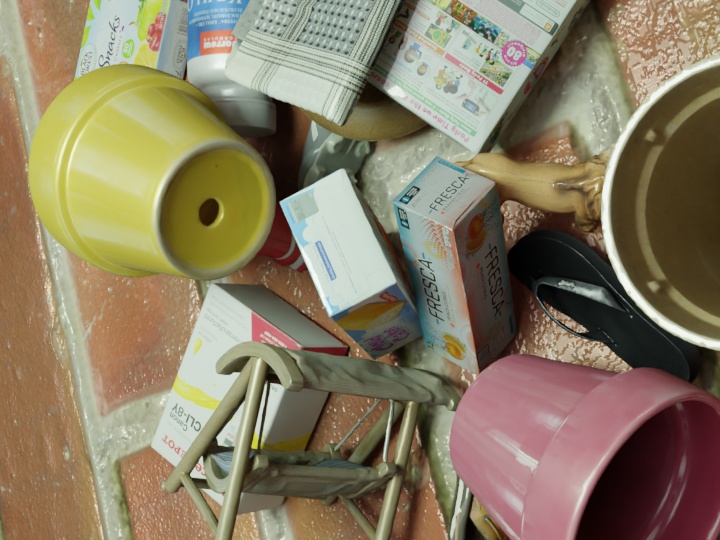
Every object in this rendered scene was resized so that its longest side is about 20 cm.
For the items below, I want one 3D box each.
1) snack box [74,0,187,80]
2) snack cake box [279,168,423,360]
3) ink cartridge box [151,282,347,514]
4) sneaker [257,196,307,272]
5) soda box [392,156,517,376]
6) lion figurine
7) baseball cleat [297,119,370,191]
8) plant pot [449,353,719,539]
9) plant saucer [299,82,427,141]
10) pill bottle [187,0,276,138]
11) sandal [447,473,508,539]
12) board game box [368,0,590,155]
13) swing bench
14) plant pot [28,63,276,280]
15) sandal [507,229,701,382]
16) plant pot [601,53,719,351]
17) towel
[{"bbox_3d":[-0.276,-0.234,1.340,0.141,0.053,0.202,20,100,37],"label":"snack box"},{"bbox_3d":[0.000,0.000,1.033,0.067,0.200,0.116,-27,71,4],"label":"snack cake box"},{"bbox_3d":[-0.121,0.134,1.191,0.145,0.083,0.202,31,106,33],"label":"ink cartridge box"},{"bbox_3d":[-0.100,-0.061,1.205,0.072,0.111,0.200,-63,27,19],"label":"sneaker"},{"bbox_3d":[0.086,0.001,0.983,0.068,0.201,0.064,28,60,32],"label":"soda box"},{"bbox_3d":[0.153,-0.073,0.952,0.197,0.123,0.073,-4,82,3],"label":"lion figurine"},{"bbox_3d":[-0.025,-0.170,1.153,0.106,0.069,0.202,32,97,39],"label":"baseball cleat"},{"bbox_3d":[0.176,0.159,0.919,0.178,0.198,0.202,26,104,50],"label":"plant pot"},{"bbox_3d":[0.010,-0.227,1.080,0.198,0.035,0.203,0,91,10],"label":"plant saucer"},{"bbox_3d":[-0.129,-0.247,1.196,0.111,0.112,0.203,-3,86,36],"label":"pill bottle"},{"bbox_3d":[0.113,0.218,1.033,0.054,0.082,0.203,4,83,14],"label":"sandal"},{"bbox_3d":[0.104,-0.225,1.006,0.147,0.064,0.201,35,99,10],"label":"board game box"},{"bbox_3d":[-0.044,0.160,1.047,0.130,0.197,0.202,41,112,50],"label":"swing bench"},{"bbox_3d":[-0.183,-0.078,1.056,0.188,0.199,0.203,26,103,47],"label":"plant pot"},{"bbox_3d":[0.200,0.032,0.964,0.200,0.043,0.077,39,143,31],"label":"sandal"},{"bbox_3d":[0.305,-0.042,0.823,0.199,0.183,0.203,-2,86,36],"label":"plant pot"},{"bbox_3d":[-0.039,-0.245,1.030,0.199,0.034,0.194,29,95,46],"label":"towel"}]
